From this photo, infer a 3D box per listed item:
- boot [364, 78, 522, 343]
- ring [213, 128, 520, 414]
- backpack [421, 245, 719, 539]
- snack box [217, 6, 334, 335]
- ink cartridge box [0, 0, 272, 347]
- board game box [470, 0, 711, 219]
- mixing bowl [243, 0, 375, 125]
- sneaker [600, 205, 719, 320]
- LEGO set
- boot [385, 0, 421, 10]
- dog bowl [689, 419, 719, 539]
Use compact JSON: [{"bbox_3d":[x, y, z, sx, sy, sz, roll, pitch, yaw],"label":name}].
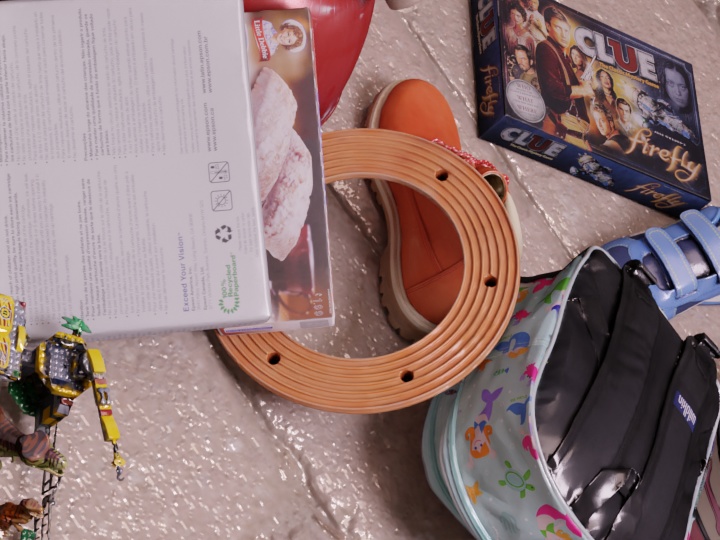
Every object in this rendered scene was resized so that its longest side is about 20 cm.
[{"bbox_3d":[0.061,-0.060,1.431,0.075,0.107,0.201,13,53,-31],"label":"boot"},{"bbox_3d":[0.000,0.000,1.331,0.199,0.019,0.201,-1,60,3],"label":"ring"},{"bbox_3d":[0.130,0.109,1.332,0.178,0.150,0.200,48,36,-24],"label":"backpack"},{"bbox_3d":[-0.058,-0.062,1.317,0.071,0.024,0.201,-5,75,2],"label":"snack box"},{"bbox_3d":[-0.158,-0.058,1.230,0.199,0.041,0.201,-4,81,-9],"label":"ink cartridge box"},{"bbox_3d":[0.175,-0.130,1.623,0.199,0.035,0.136,19,51,-29],"label":"board game box"},{"bbox_3d":[-0.064,-0.198,1.419,0.199,0.108,0.201,20,51,-27],"label":"mixing bowl"},{"bbox_3d":[0.236,-0.007,1.557,0.200,0.082,0.074,-19,76,-43],"label":"sneaker"},{"bbox_3d":[-0.186,0.090,1.103,0.153,0.116,0.201,26,54,-25],"label":"LEGO set"},{"bbox_3d":[0.001,-0.233,1.348,0.147,0.070,0.200,66,32,-16],"label":"boot"},{"bbox_3d":[0.305,0.162,1.506,0.199,0.074,0.201,20,51,-28],"label":"dog bowl"}]
